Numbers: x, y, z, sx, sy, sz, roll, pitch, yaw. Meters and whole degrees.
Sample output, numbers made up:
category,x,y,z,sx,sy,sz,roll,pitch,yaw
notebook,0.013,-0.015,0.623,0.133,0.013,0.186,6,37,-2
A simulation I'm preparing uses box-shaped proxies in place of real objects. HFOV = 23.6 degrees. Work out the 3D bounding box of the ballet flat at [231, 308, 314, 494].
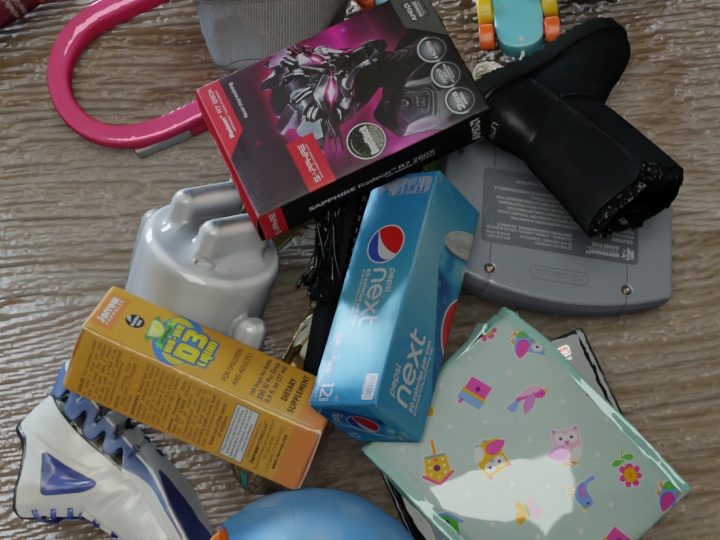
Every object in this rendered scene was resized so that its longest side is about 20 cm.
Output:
category,x,y,z,sx,sy,sz,roll,pitch,yaw
ballet flat,-0.043,0.093,1.416,0.070,0.065,0.200,25,79,13

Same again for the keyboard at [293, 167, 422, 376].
category,x,y,z,sx,sy,sz,roll,pitch,yaw
keyboard,0.000,0.000,1.367,0.104,0.040,0.201,5,98,-36

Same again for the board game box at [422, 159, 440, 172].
category,x,y,z,sx,sy,sz,roll,pitch,yaw
board game box,0.030,-0.077,1.458,0.101,0.048,0.200,-26,77,-3

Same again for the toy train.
category,x,y,z,sx,sy,sz,roll,pitch,yaw
toy train,0.080,-0.227,1.482,0.150,0.056,0.200,-43,70,-8

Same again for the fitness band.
category,x,y,z,sx,sy,sz,roll,pitch,yaw
fitness band,-0.175,-0.184,1.501,0.200,0.037,0.144,-25,77,-3

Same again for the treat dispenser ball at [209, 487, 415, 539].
category,x,y,z,sx,sy,sz,roll,pitch,yaw
treat dispenser ball,-0.037,0.267,1.308,0.200,0.201,0.202,-1,78,4

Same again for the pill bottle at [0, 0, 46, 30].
category,x,y,z,sx,sy,sz,roll,pitch,yaw
pill bottle,-0.360,-0.244,1.486,0.200,0.114,0.114,-34,78,-4

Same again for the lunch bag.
category,x,y,z,sx,sy,sz,roll,pitch,yaw
lunch bag,0.121,0.151,1.318,0.170,0.122,0.200,-44,84,-5

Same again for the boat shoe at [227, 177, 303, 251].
category,x,y,z,sx,sy,sz,roll,pitch,yaw
boat shoe,-0.060,-0.065,1.406,0.072,0.076,0.200,19,119,-28

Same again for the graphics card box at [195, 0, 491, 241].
category,x,y,z,sx,sy,sz,roll,pitch,yaw
graphics card box,-0.013,-0.121,1.326,0.200,0.051,0.126,-24,67,-5

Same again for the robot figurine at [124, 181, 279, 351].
category,x,y,z,sx,sy,sz,roll,pitch,yaw
robot figurine,-0.134,0.025,1.388,0.113,0.200,0.170,-9,45,-37

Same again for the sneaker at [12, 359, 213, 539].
category,x,y,z,sx,sy,sz,roll,pitch,yaw
sneaker,-0.215,0.183,1.409,0.115,0.081,0.200,-38,85,10

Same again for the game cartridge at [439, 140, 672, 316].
category,x,y,z,sx,sy,sz,roll,pitch,yaw
game cartridge,0.158,-0.031,1.413,0.199,0.040,0.134,9,64,-11

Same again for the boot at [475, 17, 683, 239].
category,x,y,z,sx,sy,sz,roll,pitch,yaw
boot,0.198,-0.113,1.395,0.200,0.077,0.168,-28,61,-38

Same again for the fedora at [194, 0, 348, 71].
category,x,y,z,sx,sy,sz,roll,pitch,yaw
fedora,-0.072,-0.211,1.409,0.176,0.200,0.091,-7,101,-22

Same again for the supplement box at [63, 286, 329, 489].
category,x,y,z,sx,sy,sz,roll,pitch,yaw
supplement box,-0.121,0.089,1.315,0.199,0.067,0.069,22,124,2

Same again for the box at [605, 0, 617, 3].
category,x,y,z,sx,sy,sz,roll,pitch,yaw
box,0.146,-0.351,1.438,0.196,0.124,0.200,14,53,8

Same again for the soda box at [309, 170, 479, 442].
category,x,y,z,sx,sy,sz,roll,pitch,yaw
soda box,0.028,0.027,1.310,0.064,0.068,0.200,-3,59,36

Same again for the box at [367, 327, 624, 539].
category,x,y,z,sx,sy,sz,roll,pitch,yaw
box,0.123,0.159,1.400,0.200,0.046,0.159,-24,77,-1
